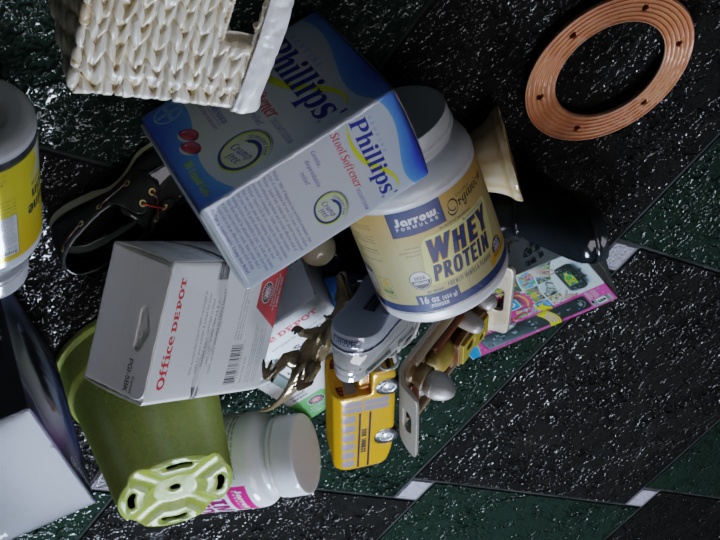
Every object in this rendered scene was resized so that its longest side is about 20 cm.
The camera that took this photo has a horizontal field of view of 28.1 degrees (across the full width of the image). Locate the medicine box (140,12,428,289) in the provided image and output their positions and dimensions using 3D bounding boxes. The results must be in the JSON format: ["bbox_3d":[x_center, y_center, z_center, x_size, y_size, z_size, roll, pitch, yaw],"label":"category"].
[{"bbox_3d":[-0.071,-0.113,1.302,0.199,0.182,0.103,-33,130,-5],"label":"medicine box"}]

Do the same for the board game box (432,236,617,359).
[{"bbox_3d":[0.187,0.019,1.714,0.198,0.065,0.147,-23,146,20],"label":"board game box"}]

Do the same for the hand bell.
[{"bbox_3d":[0.066,-0.099,1.536,0.198,0.105,0.104,-15,145,9],"label":"hand bell"}]

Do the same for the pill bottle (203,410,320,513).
[{"bbox_3d":[-0.155,0.228,1.707,0.198,0.115,0.114,-9,148,19],"label":"pill bottle"}]

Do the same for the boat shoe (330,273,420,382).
[{"bbox_3d":[0.025,0.063,1.523,0.074,0.202,0.087,15,119,17],"label":"boat shoe"}]

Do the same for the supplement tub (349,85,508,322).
[{"bbox_3d":[0.056,-0.066,1.426,0.143,0.145,0.201,-24,123,-1],"label":"supplement tub"}]

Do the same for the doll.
[{"bbox_3d":[0.000,0.000,1.583,0.048,0.138,0.199,3,165,34],"label":"doll"}]

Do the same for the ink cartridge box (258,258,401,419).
[{"bbox_3d":[-0.068,0.073,1.645,0.145,0.085,0.200,-34,143,15],"label":"ink cartridge box"}]

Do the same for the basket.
[{"bbox_3d":[-0.148,-0.261,1.107,0.159,0.201,0.199,2,136,-23],"label":"basket"}]

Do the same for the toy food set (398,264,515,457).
[{"bbox_3d":[0.111,0.101,1.615,0.200,0.060,0.144,-50,158,-24],"label":"toy food set"}]

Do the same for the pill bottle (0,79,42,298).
[{"bbox_3d":[-0.343,-0.068,1.294,0.111,0.113,0.201,-10,142,-18],"label":"pill bottle"}]

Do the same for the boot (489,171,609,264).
[{"bbox_3d":[0.158,-0.039,1.559,0.166,0.200,0.077,-19,116,-12],"label":"boot"}]

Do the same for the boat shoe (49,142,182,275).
[{"bbox_3d":[-0.216,-0.067,1.413,0.200,0.063,0.074,-33,140,8],"label":"boat shoe"}]

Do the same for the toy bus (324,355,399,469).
[{"bbox_3d":[0.001,0.148,1.650,0.077,0.066,0.201,-10,144,-8],"label":"toy bus"}]

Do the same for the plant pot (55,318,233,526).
[{"bbox_3d":[-0.227,0.172,1.592,0.198,0.185,0.201,-15,143,-12],"label":"plant pot"}]

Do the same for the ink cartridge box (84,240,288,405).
[{"bbox_3d":[-0.174,0.048,1.459,0.199,0.082,0.148,0,107,-59],"label":"ink cartridge box"}]

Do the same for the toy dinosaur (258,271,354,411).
[{"bbox_3d":[-0.058,0.099,1.521,0.201,0.058,0.101,-58,166,21],"label":"toy dinosaur"}]

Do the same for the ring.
[{"bbox_3d":[0.265,-0.219,1.537,0.198,0.019,0.202,-15,142,-12],"label":"ring"}]

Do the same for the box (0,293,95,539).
[{"bbox_3d":[-0.370,0.134,1.452,0.122,0.200,0.201,-21,144,-4],"label":"box"}]
